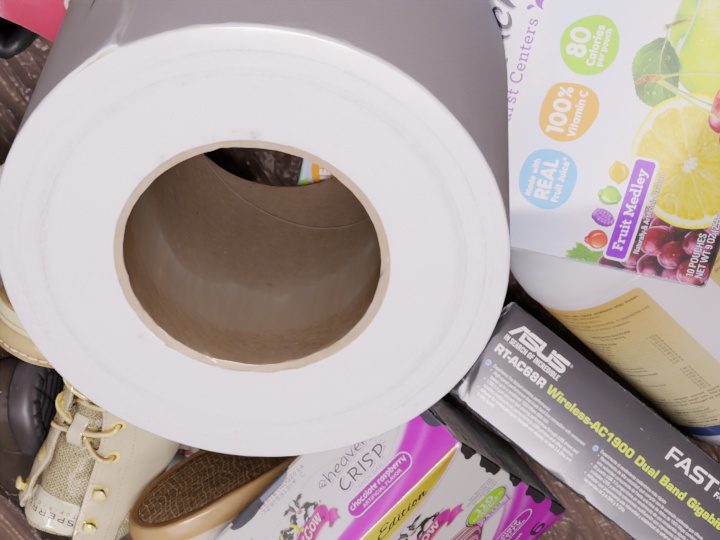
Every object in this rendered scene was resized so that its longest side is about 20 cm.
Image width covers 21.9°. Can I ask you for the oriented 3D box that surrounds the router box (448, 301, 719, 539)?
[{"bbox_3d":[0.138,0.100,1.035,0.200,0.150,0.062,38,89,1],"label":"router box"}]

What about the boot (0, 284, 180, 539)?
[{"bbox_3d":[-0.142,0.072,0.969,0.073,0.200,0.156,34,105,19],"label":"boot"}]

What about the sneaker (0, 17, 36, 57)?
[{"bbox_3d":[-0.161,-0.195,0.882,0.075,0.079,0.201,4,126,1],"label":"sneaker"}]

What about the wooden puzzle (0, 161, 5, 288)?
[{"bbox_3d":[-0.170,-0.001,0.997,0.199,0.046,0.185,-29,163,21],"label":"wooden puzzle"}]

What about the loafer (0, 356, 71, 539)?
[{"bbox_3d":[-0.198,0.104,1.110,0.071,0.073,0.200,7,147,9],"label":"loafer"}]

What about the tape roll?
[{"bbox_3d":[-0.038,-0.043,0.763,0.201,0.139,0.204,2,126,3],"label":"tape roll"}]

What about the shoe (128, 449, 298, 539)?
[{"bbox_3d":[-0.034,0.113,1.015,0.199,0.070,0.054,-25,111,-29],"label":"shoe"}]

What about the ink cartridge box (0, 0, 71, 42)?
[{"bbox_3d":[-0.079,-0.208,0.832,0.083,0.145,0.201,27,128,16],"label":"ink cartridge box"}]

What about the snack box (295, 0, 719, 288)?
[{"bbox_3d":[0.082,-0.082,0.852,0.199,0.053,0.143,13,115,-4],"label":"snack box"}]

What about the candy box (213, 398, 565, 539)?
[{"bbox_3d":[0.021,0.139,1.004,0.136,0.061,0.200,-45,152,5],"label":"candy box"}]

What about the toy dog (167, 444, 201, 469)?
[{"bbox_3d":[-0.048,0.110,1.137,0.199,0.097,0.132,22,133,-2],"label":"toy dog"}]

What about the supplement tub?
[{"bbox_3d":[0.168,-0.014,0.998,0.144,0.145,0.200,-36,120,23],"label":"supplement tub"}]
